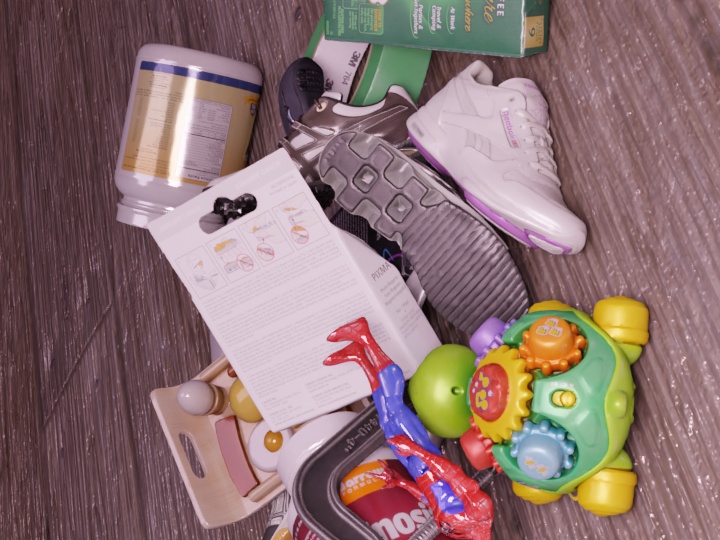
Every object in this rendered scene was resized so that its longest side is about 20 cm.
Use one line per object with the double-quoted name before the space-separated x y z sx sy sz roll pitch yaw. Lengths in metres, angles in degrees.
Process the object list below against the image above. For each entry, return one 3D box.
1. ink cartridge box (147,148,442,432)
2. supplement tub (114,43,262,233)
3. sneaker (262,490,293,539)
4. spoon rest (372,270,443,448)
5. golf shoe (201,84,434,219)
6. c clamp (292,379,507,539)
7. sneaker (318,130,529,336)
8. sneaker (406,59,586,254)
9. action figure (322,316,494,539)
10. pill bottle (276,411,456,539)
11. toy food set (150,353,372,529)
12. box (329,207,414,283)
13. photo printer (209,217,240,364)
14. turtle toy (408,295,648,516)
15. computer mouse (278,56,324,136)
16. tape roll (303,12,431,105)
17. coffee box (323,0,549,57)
"ink cartridge box" -0.052 0.015 1.047 0.162 0.057 0.201 -25 96 35
"supplement tub" -0.195 -0.142 1.500 0.144 0.144 0.201 19 99 61
"sneaker" -0.048 0.214 1.219 0.201 0.075 0.088 -67 24 4
"spoon rest" 0.049 0.071 1.087 0.099 0.060 0.201 38 114 58
"golf shoe" -0.040 -0.098 1.123 0.078 0.199 0.095 86 172 -79
"c clamp" 0.044 0.165 0.977 0.170 0.200 0.027 29 143 25
"sneaker" 0.060 -0.033 1.026 0.074 0.088 0.200 -44 82 18
"sneaker" 0.112 -0.090 1.005 0.100 0.075 0.200 -48 49 9
"action figure" 0.038 0.129 0.935 0.200 0.052 0.066 53 153 21
"pill bottle" 0.013 0.209 1.025 0.200 0.113 0.113 56 130 37
"toy food set" -0.088 0.111 1.164 0.200 0.060 0.144 -39 61 22
"box" 0.000 0.000 1.205 0.200 0.036 0.144 -48 34 47
"photo printer" -0.106 0.035 1.321 0.200 0.069 0.167 -107 27 -63
"turtle toy" 0.111 0.088 0.926 0.200 0.101 0.147 -6 77 60
"computer mouse" -0.059 -0.115 1.212 0.059 0.034 0.201 -46 35 44
"tape roll" -0.002 -0.180 1.233 0.200 0.048 0.201 -47 34 44
"coffee box" 0.059 -0.238 1.071 0.199 0.044 0.124 11 107 36
